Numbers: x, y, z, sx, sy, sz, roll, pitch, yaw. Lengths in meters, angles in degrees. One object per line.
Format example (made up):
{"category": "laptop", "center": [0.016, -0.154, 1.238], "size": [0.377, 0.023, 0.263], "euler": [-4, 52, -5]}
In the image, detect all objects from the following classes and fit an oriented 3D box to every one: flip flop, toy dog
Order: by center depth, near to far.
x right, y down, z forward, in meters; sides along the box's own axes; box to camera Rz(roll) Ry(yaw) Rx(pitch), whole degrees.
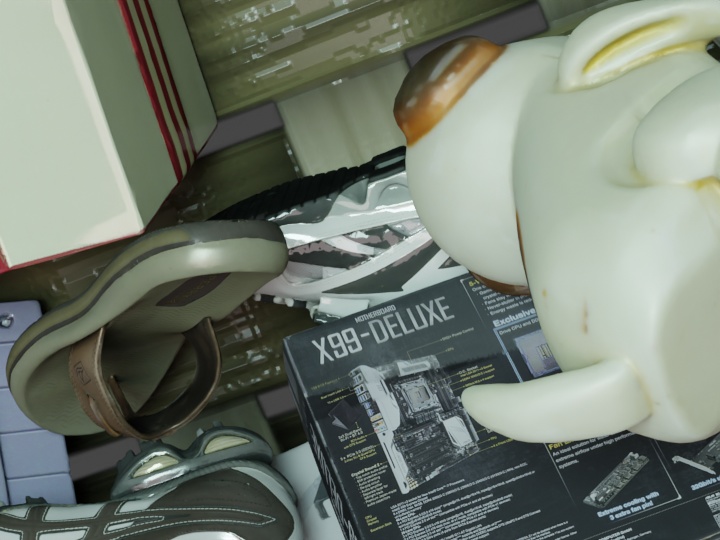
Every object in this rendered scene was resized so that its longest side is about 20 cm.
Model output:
{"category": "toy dog", "center": [0.096, -0.020, 0.725], "size": [0.194, 0.200, 0.140], "euler": [-45, 124, -6]}
{"category": "flip flop", "center": [-0.084, 0.036, 0.802], "size": [0.200, 0.080, 0.058], "euler": [-36, 68, 53]}

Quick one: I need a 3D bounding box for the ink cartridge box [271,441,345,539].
{"category": "ink cartridge box", "center": [0.024, 0.140, 0.854], "size": [0.198, 0.145, 0.084], "euler": [-23, 138, 13]}

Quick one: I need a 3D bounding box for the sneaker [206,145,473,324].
{"category": "sneaker", "center": [0.000, 0.000, 0.855], "size": [0.198, 0.074, 0.089], "euler": [-16, 104, 12]}

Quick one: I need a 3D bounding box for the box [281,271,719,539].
{"category": "box", "center": [0.085, 0.065, 0.785], "size": [0.198, 0.158, 0.050], "euler": [-20, 140, -7]}

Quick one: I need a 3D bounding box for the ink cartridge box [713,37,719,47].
{"category": "ink cartridge box", "center": [0.201, -0.136, 0.778], "size": [0.200, 0.084, 0.146], "euler": [44, 109, -9]}

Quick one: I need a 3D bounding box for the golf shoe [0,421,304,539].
{"category": "golf shoe", "center": [-0.114, 0.136, 0.802], "size": [0.199, 0.095, 0.078], "euler": [-28, 128, -5]}

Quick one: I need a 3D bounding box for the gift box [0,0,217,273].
{"category": "gift box", "center": [-0.163, -0.102, 0.779], "size": [0.183, 0.200, 0.188], "euler": [-16, 105, 7]}

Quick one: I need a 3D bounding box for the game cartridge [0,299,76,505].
{"category": "game cartridge", "center": [-0.222, 0.082, 0.846], "size": [0.198, 0.131, 0.038], "euler": [-4, 155, -27]}
